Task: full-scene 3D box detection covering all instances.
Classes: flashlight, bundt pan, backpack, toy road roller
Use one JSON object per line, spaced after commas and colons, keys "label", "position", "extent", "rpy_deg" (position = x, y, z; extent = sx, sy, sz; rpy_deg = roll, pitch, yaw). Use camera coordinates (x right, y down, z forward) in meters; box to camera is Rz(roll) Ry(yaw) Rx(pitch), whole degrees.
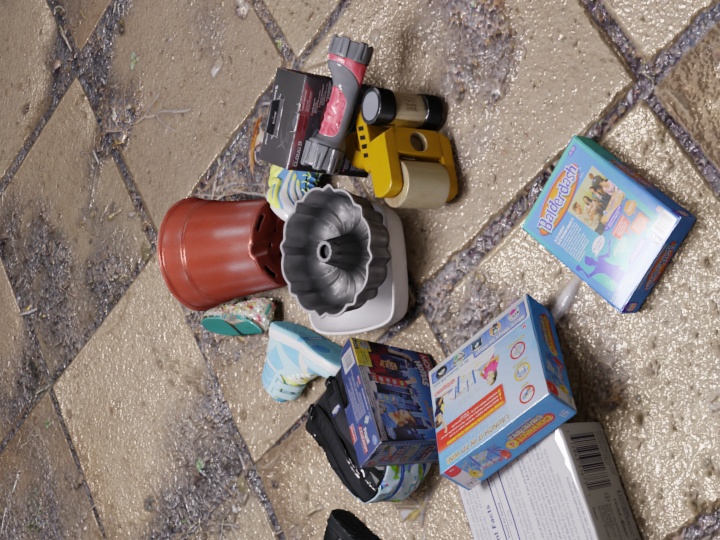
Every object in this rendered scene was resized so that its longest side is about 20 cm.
{"label": "flashlight", "position": [-0.040, -0.249, 1.712], "extent": [0.067, 0.068, 0.201], "rpy_deg": [21, 96, 17]}
{"label": "bundt pan", "position": [-0.030, -0.027, 1.736], "extent": [0.201, 0.076, 0.203], "rpy_deg": [-2, 88, 44]}
{"label": "backpack", "position": [0.017, 0.264, 1.756], "extent": [0.164, 0.153, 0.200], "rpy_deg": [-59, 31, 23]}
{"label": "toy road roller", "position": [0.051, -0.174, 1.737], "extent": [0.146, 0.122, 0.201], "rpy_deg": [-34, 60, 52]}

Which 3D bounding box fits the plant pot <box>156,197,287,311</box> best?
{"label": "plant pot", "position": [-0.208, -0.038, 1.948], "extent": [0.194, 0.200, 0.202], "rpy_deg": [-7, 85, 35]}

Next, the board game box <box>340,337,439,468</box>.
{"label": "board game box", "position": [0.075, 0.207, 1.676], "extent": [0.062, 0.199, 0.201], "rpy_deg": [-54, 35, 32]}

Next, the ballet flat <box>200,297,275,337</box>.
{"label": "ballet flat", "position": [-0.211, 0.080, 2.025], "extent": [0.199, 0.076, 0.064], "rpy_deg": [-2, 50, 52]}

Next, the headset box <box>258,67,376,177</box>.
{"label": "headset box", "position": [-0.066, -0.231, 1.792], "extent": [0.075, 0.199, 0.150], "rpy_deg": [23, 106, 42]}

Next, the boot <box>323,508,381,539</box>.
{"label": "boot", "position": [-0.019, 0.497, 1.821], "extent": [0.198, 0.073, 0.163], "rpy_deg": [37, 112, 46]}

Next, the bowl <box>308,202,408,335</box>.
{"label": "bowl", "position": [0.000, 0.000, 1.811], "extent": [0.199, 0.074, 0.201], "rpy_deg": [-9, 83, 43]}

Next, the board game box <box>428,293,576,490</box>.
{"label": "board game box", "position": [0.187, 0.164, 1.554], "extent": [0.200, 0.056, 0.196], "rpy_deg": [-41, 30, 27]}

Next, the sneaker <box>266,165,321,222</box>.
{"label": "sneaker", "position": [-0.101, -0.153, 1.875], "extent": [0.105, 0.076, 0.200], "rpy_deg": [-48, 29, 19]}

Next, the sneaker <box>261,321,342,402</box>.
{"label": "sneaker", "position": [-0.093, 0.174, 1.899], "extent": [0.200, 0.079, 0.131], "rpy_deg": [28, 107, 51]}

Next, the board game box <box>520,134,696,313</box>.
{"label": "board game box", "position": [0.324, -0.063, 1.513], "extent": [0.200, 0.045, 0.153], "rpy_deg": [46, 120, 34]}

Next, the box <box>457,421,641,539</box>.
{"label": "box", "position": [0.250, 0.322, 1.538], "extent": [0.200, 0.105, 0.185], "rpy_deg": [-32, 66, 39]}
